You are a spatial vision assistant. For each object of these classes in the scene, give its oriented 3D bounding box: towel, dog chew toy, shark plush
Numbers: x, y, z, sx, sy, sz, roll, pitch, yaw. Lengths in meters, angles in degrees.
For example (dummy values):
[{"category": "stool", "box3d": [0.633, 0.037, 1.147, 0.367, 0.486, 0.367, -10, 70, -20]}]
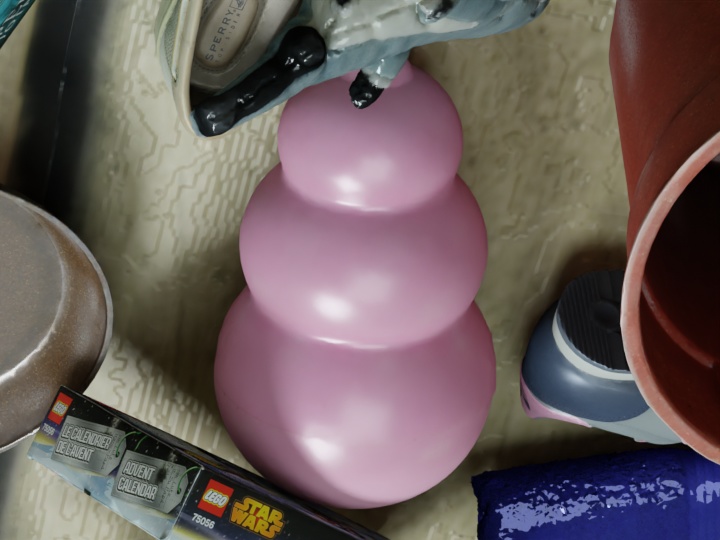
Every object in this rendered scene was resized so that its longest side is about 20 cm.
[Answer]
[{"category": "towel", "box3d": [0.154, 0.141, 1.411, 0.199, 0.050, 0.148, -7, 122, -4]}, {"category": "dog chew toy", "box3d": [0.000, 0.000, 1.251, 0.124, 0.125, 0.201, 0, 117, -7]}, {"category": "shark plush", "box3d": [0.019, -0.094, 1.155, 0.091, 0.200, 0.084, 32, 139, 13]}]

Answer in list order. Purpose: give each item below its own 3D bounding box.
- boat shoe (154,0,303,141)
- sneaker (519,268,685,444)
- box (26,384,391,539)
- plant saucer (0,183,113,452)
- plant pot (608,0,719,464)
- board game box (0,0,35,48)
[{"category": "boat shoe", "box3d": [-0.030, -0.143, 1.174, 0.072, 0.065, 0.201, 17, 122, -18]}, {"category": "sneaker", "box3d": [0.167, 0.052, 1.347, 0.199, 0.070, 0.082, 14, 144, -17]}, {"category": "box", "box3d": [-0.035, 0.119, 1.299, 0.200, 0.137, 0.040, 28, 86, -35]}, {"category": "plant saucer", "box3d": [-0.208, 0.018, 1.268, 0.199, 0.032, 0.201, -7, 138, -6]}, {"category": "plant pot", "box3d": [0.188, -0.051, 1.185, 0.200, 0.196, 0.202, -3, 126, -4]}, {"category": "board game box", "box3d": [-0.148, -0.119, 1.138, 0.028, 0.135, 0.200, 40, 116, 2]}]
